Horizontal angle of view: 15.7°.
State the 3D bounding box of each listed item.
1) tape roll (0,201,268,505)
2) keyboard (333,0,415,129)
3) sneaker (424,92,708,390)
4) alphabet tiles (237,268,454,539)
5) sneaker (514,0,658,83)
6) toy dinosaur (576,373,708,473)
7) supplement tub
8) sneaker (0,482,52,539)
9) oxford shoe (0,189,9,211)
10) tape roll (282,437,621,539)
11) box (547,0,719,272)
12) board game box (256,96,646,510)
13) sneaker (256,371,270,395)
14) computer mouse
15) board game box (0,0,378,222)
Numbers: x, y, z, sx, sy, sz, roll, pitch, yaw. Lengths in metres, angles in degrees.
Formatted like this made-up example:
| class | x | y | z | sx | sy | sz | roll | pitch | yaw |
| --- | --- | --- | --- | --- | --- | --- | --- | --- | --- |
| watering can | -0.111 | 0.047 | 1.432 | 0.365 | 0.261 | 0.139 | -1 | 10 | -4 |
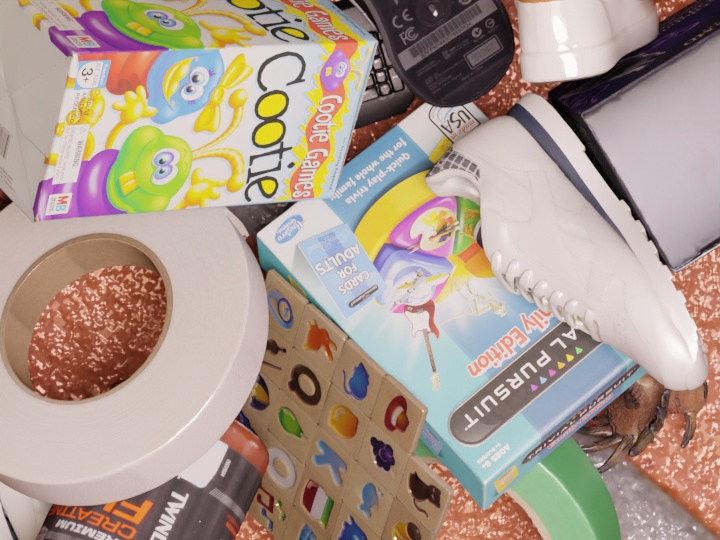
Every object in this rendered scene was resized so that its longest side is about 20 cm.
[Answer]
| class | x | y | z | sx | sy | sz | roll | pitch | yaw |
| --- | --- | --- | --- | --- | --- | --- | --- | --- | --- |
| tape roll | -0.149 | 0.034 | 1.487 | 0.202 | 0.037 | 0.204 | -9 | 61 | 16 |
| keyboard | -0.073 | -0.115 | 1.565 | 0.199 | 0.040 | 0.105 | -19 | 98 | -1 |
| sneaker | 0.117 | -0.003 | 1.438 | 0.080 | 0.077 | 0.200 | -32 | 61 | -8 |
| alphabet tiles | -0.026 | 0.100 | 1.508 | 0.200 | 0.006 | 0.167 | 42 | 134 | 28 |
| sneaker | 0.127 | -0.163 | 1.485 | 0.072 | 0.200 | 0.085 | -7 | 101 | 12 |
| toy dinosaur | 0.110 | 0.075 | 1.570 | 0.199 | 0.086 | 0.136 | -24 | 95 | -2 |
| supplement tub | -0.136 | 0.170 | 1.495 | 0.107 | 0.107 | 0.201 | 26 | 72 | -5 |
| sneaker | -0.189 | 0.141 | 1.575 | 0.080 | 0.076 | 0.201 | -24 | 103 | -8 |
| oxford shoe | -0.268 | -0.024 | 1.547 | 0.074 | 0.071 | 0.201 | 25 | 81 | 24 |
| tape roll | 0.054 | 0.165 | 1.558 | 0.199 | 0.048 | 0.202 | 8 | 117 | 16 |
| box | 0.202 | -0.090 | 1.497 | 0.148 | 0.200 | 0.105 | -31 | 96 | 1 |
| board game box | 0.061 | 0.011 | 1.492 | 0.151 | 0.047 | 0.200 | -38 | 70 | -14 |
| sneaker | 0.000 | 0.000 | 1.559 | 0.075 | 0.085 | 0.201 | 33 | 94 | -6 |
| computer mouse | 0.042 | -0.196 | 1.472 | 0.140 | 0.046 | 0.200 | -38 | 123 | 4 |
| board game box | -0.108 | -0.101 | 1.436 | 0.199 | 0.105 | 0.103 | -6 | 125 | -38 |
